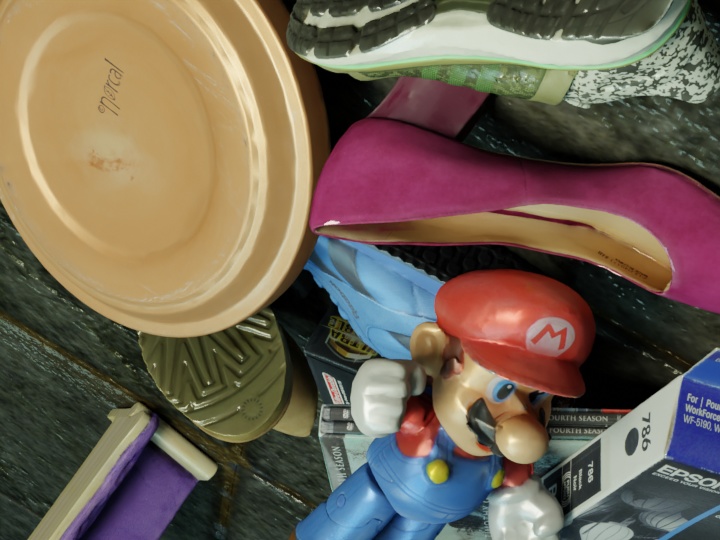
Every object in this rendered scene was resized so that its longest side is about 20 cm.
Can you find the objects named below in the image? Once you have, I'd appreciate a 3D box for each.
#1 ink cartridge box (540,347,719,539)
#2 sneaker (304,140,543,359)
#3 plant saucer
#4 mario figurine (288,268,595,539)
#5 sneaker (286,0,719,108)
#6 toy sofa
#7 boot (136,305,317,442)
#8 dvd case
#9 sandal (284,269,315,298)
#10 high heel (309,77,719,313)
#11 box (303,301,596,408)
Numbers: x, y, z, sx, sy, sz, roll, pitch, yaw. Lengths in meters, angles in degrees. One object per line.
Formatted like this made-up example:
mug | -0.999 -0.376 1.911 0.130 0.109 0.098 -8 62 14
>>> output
ink cartridge box | 0.152 0.103 0.880 0.099 0.040 0.200 16 147 -17
sneaker | 0.000 0.000 0.904 0.199 0.066 0.079 32 125 0
plant saucer | -0.103 -0.064 0.856 0.199 0.032 0.202 13 114 30
mario figurine | 0.042 0.088 0.833 0.106 0.123 0.201 39 123 13
sneaker | 0.053 -0.086 0.710 0.199 0.077 0.089 11 156 45
toy sofa | -0.194 0.200 1.381 0.083 0.201 0.097 41 160 -16
boot | -0.061 0.046 1.000 0.176 0.066 0.200 56 -179 30
dvd case | 0.084 0.110 0.957 0.198 0.022 0.146 2 149 7
sandal | -0.073 -0.045 0.981 0.075 0.045 0.200 27 170 30
high heel | 0.079 -0.007 0.783 0.199 0.096 0.068 28 155 12
box | 0.062 0.106 1.076 0.158 0.046 0.201 22 153 23
